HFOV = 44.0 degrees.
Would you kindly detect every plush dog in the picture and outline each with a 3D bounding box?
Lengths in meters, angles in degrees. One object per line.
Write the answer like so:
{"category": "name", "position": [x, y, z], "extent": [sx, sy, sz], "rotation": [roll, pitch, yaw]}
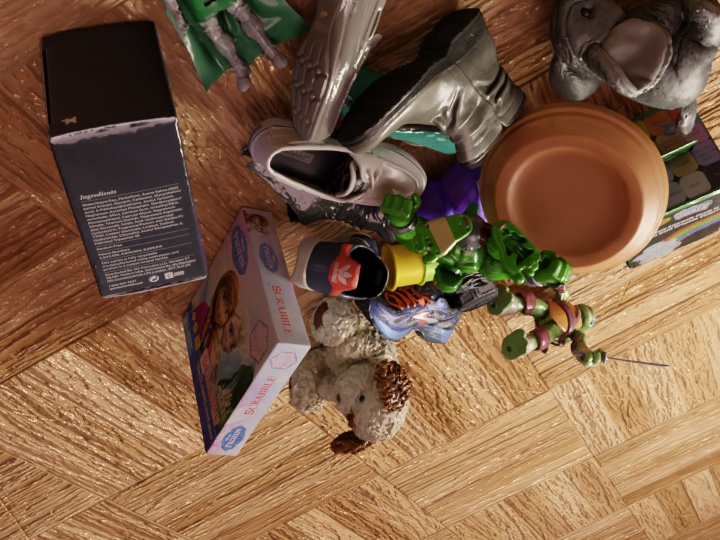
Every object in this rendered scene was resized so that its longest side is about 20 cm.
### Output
{"category": "plush dog", "position": [0.008, 0.148, 1.175], "extent": [0.160, 0.172, 0.200], "rotation": [2, 135, -26]}

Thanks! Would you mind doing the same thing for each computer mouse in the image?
{"category": "computer mouse", "position": [0.137, 0.018, 1.101], "extent": [0.059, 0.034, 0.200], "rotation": [-26, 166, 6]}

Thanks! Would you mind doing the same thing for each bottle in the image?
{"category": "bottle", "position": [0.137, -0.094, 1.036], "extent": [0.200, 0.065, 0.084], "rotation": [-21, 134, 1]}

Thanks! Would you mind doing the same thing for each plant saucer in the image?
{"category": "plant saucer", "position": [0.222, -0.079, 0.949], "extent": [0.200, 0.037, 0.200], "rotation": [10, 124, 16]}

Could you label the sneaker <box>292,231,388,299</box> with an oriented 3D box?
{"category": "sneaker", "position": [0.000, 0.000, 1.011], "extent": [0.200, 0.084, 0.075], "rotation": [-15, 117, -67]}

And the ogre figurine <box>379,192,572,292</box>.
{"category": "ogre figurine", "position": [0.114, -0.027, 0.947], "extent": [0.200, 0.098, 0.120], "rotation": [0, 176, -6]}

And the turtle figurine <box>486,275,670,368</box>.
{"category": "turtle figurine", "position": [0.283, 0.054, 1.201], "extent": [0.194, 0.200, 0.144], "rotation": [-4, 101, -35]}

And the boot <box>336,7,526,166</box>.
{"category": "boot", "position": [0.080, -0.149, 0.872], "extent": [0.200, 0.068, 0.131], "rotation": [-45, 122, -15]}

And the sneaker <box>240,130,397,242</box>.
{"category": "sneaker", "position": [-0.036, -0.082, 0.982], "extent": [0.104, 0.060, 0.200], "rotation": [-30, 134, 7]}

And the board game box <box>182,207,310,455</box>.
{"category": "board game box", "position": [-0.136, 0.069, 1.001], "extent": [0.041, 0.200, 0.200], "rotation": [9, 132, -31]}

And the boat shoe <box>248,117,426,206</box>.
{"category": "boat shoe", "position": [-0.014, -0.099, 0.896], "extent": [0.200, 0.066, 0.072], "rotation": [17, 116, -31]}

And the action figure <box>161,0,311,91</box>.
{"category": "action figure", "position": [-0.134, -0.241, 0.760], "extent": [0.118, 0.055, 0.200], "rotation": [-32, 139, 6]}

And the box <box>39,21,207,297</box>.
{"category": "box", "position": [-0.213, -0.099, 0.814], "extent": [0.104, 0.148, 0.200], "rotation": [-12, 141, -11]}

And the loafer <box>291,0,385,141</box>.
{"category": "loafer", "position": [-0.012, -0.211, 0.812], "extent": [0.070, 0.070, 0.200], "rotation": [-1, 123, -36]}

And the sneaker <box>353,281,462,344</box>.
{"category": "sneaker", "position": [0.067, 0.043, 1.162], "extent": [0.200, 0.075, 0.078], "rotation": [7, 124, -51]}

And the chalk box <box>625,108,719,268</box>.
{"category": "chalk box", "position": [0.342, -0.106, 1.026], "extent": [0.125, 0.124, 0.200], "rotation": [-24, 158, 5]}

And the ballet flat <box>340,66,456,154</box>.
{"category": "ballet flat", "position": [0.038, -0.157, 0.925], "extent": [0.200, 0.067, 0.070], "rotation": [9, 149, -28]}

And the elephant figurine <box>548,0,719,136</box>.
{"category": "elephant figurine", "position": [0.246, -0.226, 0.884], "extent": [0.200, 0.155, 0.142], "rotation": [-9, 152, -16]}

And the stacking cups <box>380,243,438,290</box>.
{"category": "stacking cups", "position": [0.127, -0.015, 1.126], "extent": [0.200, 0.061, 0.061], "rotation": [-7, 139, -17]}
